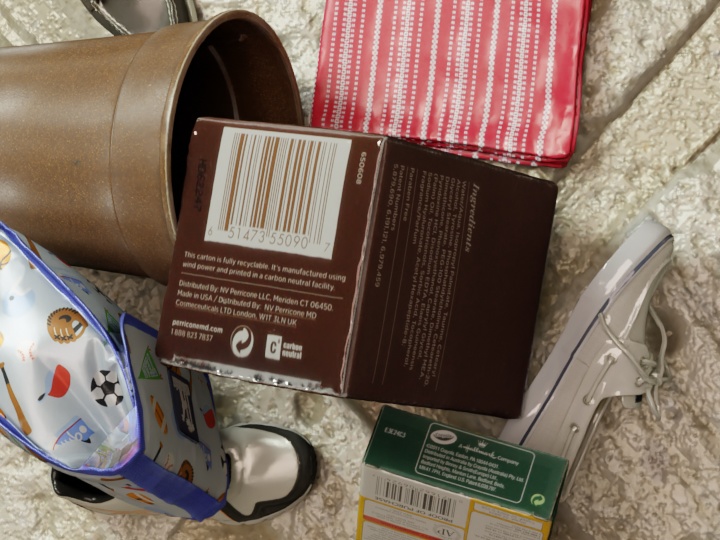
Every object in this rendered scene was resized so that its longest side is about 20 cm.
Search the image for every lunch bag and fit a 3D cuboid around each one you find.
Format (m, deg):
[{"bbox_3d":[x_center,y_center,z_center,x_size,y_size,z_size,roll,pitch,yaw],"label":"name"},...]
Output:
[{"bbox_3d":[-0.181,0.079,1.488,0.124,0.170,0.200,-47,65,-1],"label":"lunch bag"}]

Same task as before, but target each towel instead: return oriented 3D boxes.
[{"bbox_3d":[0.064,-0.154,1.571,0.199,0.022,0.145,8,89,18],"label":"towel"}]

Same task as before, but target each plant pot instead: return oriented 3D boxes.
[{"bbox_3d":[-0.170,-0.080,1.560,0.197,0.200,0.201,2,88,25],"label":"plant pot"}]

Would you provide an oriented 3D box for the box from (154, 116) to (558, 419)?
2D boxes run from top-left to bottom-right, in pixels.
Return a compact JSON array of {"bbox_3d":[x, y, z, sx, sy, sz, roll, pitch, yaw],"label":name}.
[{"bbox_3d":[0.000,0.000,1.466,0.165,0.200,0.165,8,88,39],"label":"box"}]

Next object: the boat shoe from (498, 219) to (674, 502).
[{"bbox_3d":[0.172,0.069,1.497,0.086,0.075,0.202,34,100,17],"label":"boat shoe"}]

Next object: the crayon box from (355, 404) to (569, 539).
[{"bbox_3d":[0.062,0.174,1.483,0.125,0.200,0.052,16,56,8],"label":"crayon box"}]

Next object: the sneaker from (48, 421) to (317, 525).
[{"bbox_3d":[-0.129,0.147,1.586,0.199,0.080,0.074,-6,84,16],"label":"sneaker"}]

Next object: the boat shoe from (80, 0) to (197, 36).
[{"bbox_3d":[-0.194,-0.235,1.636,0.072,0.061,0.201,-40,76,12],"label":"boat shoe"}]
